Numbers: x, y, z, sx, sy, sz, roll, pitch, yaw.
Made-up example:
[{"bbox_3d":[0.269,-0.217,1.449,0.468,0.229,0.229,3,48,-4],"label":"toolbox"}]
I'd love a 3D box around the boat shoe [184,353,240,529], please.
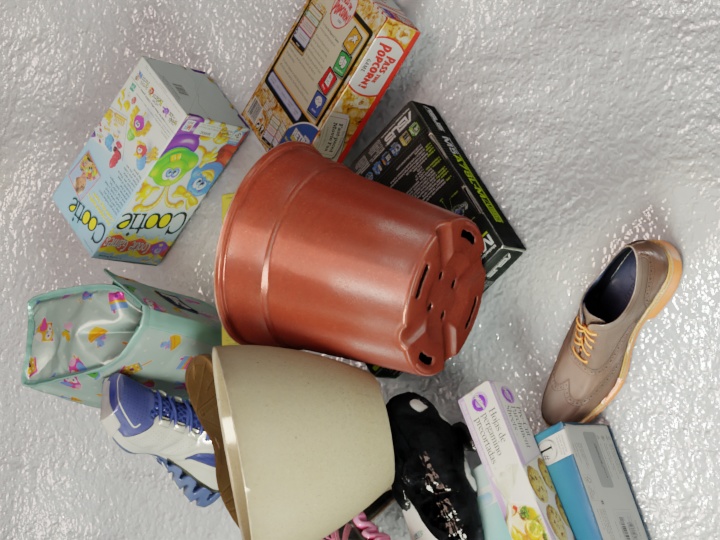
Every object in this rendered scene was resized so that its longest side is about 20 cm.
[{"bbox_3d":[-0.107,0.173,1.789,0.072,0.072,0.202,-35,73,41],"label":"boat shoe"}]

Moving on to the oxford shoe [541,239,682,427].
[{"bbox_3d":[0.207,0.057,1.606,0.071,0.073,0.202,38,109,36],"label":"oxford shoe"}]

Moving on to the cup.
[{"bbox_3d":[-0.048,0.157,1.629,0.200,0.141,0.203,171,90,-81],"label":"cup"}]

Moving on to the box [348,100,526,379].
[{"bbox_3d":[0.042,-0.030,1.774,0.200,0.047,0.194,-46,61,25],"label":"box"}]

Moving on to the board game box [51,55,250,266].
[{"bbox_3d":[-0.231,-0.117,1.975,0.201,0.102,0.105,-53,56,22],"label":"board game box"}]

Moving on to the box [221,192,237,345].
[{"bbox_3d":[-0.105,0.022,1.874,0.050,0.075,0.203,-6,80,37],"label":"box"}]

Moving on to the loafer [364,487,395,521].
[{"bbox_3d":[-0.019,0.250,1.780,0.063,0.072,0.201,46,111,26],"label":"loafer"}]

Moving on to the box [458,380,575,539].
[{"bbox_3d":[0.142,0.192,1.556,0.039,0.041,0.202,-36,61,30],"label":"box"}]

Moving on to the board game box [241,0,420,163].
[{"bbox_3d":[-0.034,-0.199,1.831,0.201,0.046,0.152,-57,37,19],"label":"board game box"}]

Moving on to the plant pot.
[{"bbox_3d":[0.000,0.000,1.667,0.194,0.200,0.203,16,95,29],"label":"plant pot"}]

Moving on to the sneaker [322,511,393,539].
[{"bbox_3d":[-0.024,0.269,1.668,0.199,0.095,0.080,31,145,51],"label":"sneaker"}]

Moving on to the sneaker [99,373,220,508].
[{"bbox_3d":[-0.171,0.158,1.857,0.114,0.199,0.081,-29,41,20],"label":"sneaker"}]

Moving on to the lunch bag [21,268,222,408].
[{"bbox_3d":[-0.235,0.076,1.911,0.199,0.170,0.123,-17,65,38],"label":"lunch bag"}]

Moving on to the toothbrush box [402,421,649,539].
[{"bbox_3d":[0.151,0.244,1.623,0.199,0.085,0.148,-33,64,32],"label":"toothbrush box"}]

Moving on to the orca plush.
[{"bbox_3d":[0.053,0.199,1.612,0.105,0.071,0.202,-23,68,37],"label":"orca plush"}]
